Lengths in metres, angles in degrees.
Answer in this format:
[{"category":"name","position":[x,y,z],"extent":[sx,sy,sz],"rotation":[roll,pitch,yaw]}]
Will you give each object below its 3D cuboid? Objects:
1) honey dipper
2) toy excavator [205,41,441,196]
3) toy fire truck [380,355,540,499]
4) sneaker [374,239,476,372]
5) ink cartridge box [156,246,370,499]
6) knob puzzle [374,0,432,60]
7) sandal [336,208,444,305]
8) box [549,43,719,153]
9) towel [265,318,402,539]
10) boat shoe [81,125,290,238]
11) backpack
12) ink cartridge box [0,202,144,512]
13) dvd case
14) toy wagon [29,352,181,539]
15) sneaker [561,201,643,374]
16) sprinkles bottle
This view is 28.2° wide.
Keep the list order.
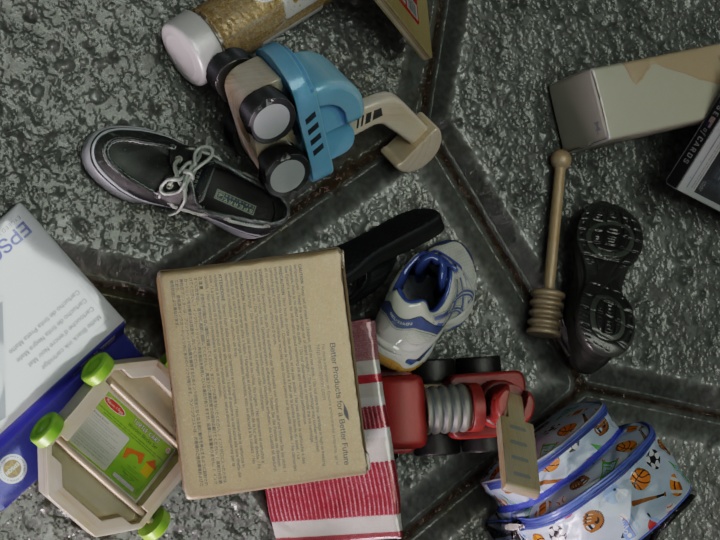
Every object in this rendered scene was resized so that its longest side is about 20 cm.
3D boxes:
[{"category":"honey dipper","position":[0.202,-0.031,1.504],"extent":[0.038,0.038,0.201],"rotation":[11,79,-22]},{"category":"toy excavator","position":[-0.023,-0.146,1.365],"extent":[0.199,0.100,0.195],"rotation":[-27,135,-13]},{"category":"toy fire truck","position":[0.086,0.145,1.341],"extent":[0.175,0.200,0.129],"rotation":[-2,85,-15]},{"category":"sneaker","position":[0.073,0.015,1.376],"extent":[0.075,0.088,0.200],"rotation":[25,36,7]},{"category":"ink cartridge box","position":[-0.087,0.088,1.265],"extent":[0.164,0.075,0.201],"rotation":[-7,89,-9]},{"category":"knob puzzle","position":[0.012,-0.329,1.406],"extent":[0.220,0.030,0.221],"rotation":[47,34,-46]},{"category":"sandal","position":[0.001,0.000,1.398],"extent":[0.200,0.075,0.048],"rotation":[-26,113,-23]},{"category":"box","position":[0.313,-0.186,1.535],"extent":[0.199,0.095,0.078],"rotation":[-14,90,-25]},{"category":"towel","position":[-0.033,0.152,1.338],"extent":[0.023,0.143,0.201],"rotation":[-6,88,-59]},{"category":"boat shoe","position":[-0.160,-0.082,1.335],"extent":[0.199,0.068,0.074],"rotation":[27,75,-19]},{"category":"backpack","position":[0.224,0.217,1.407],"extent":[0.200,0.190,0.154],"rotation":[-43,101,-20]},{"category":"ink cartridge box","position":[-0.311,0.078,1.271],"extent":[0.200,0.041,0.200],"rotation":[-45,103,-20]},{"category":"dvd case","position":[0.436,-0.124,1.555],"extent":[0.199,0.025,0.151],"rotation":[20,106,-37]},{"category":"toy wagon","position":[-0.199,0.142,1.301],"extent":[0.155,0.039,0.200],"rotation":[48,68,-28]},{"category":"sneaker","position":[0.243,0.017,1.499],"extent":[0.076,0.091,0.201],"rotation":[18,56,-5]},{"category":"sprinkles bottle","position":[-0.094,-0.255,1.380],"extent":[0.200,0.068,0.068],"rotation":[-36,99,-22]}]
